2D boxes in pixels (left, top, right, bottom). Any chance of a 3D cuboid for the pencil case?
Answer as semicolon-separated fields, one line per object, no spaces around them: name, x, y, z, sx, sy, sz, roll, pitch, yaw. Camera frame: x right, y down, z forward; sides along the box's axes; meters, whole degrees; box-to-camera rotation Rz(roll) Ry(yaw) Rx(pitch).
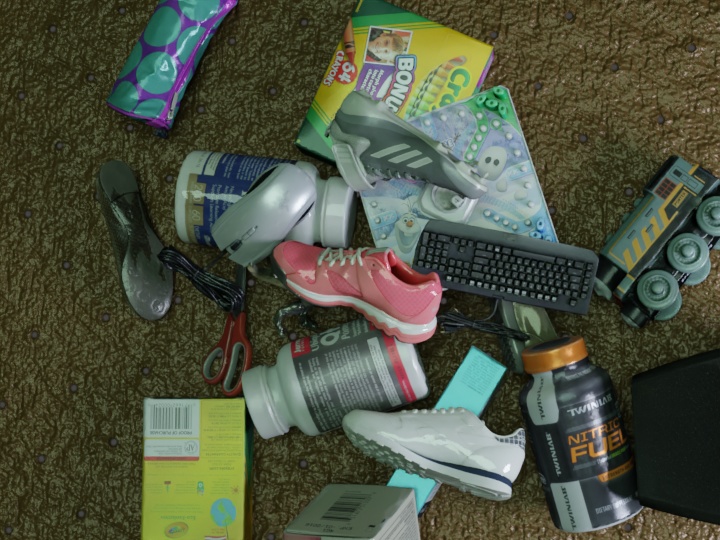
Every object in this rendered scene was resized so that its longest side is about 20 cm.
pencil case;-0.224;-0.267;1.574;0.092;0.085;0.201;26;87;26

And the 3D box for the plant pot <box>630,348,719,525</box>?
plant pot;0.388;0.177;1.393;0.176;0.200;0.201;-5;82;20

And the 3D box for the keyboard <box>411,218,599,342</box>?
keyboard;0.153;0.021;1.432;0.198;0.021;0.128;11;107;4

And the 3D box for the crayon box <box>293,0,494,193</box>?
crayon box;0.041;-0.202;1.543;0.172;0.058;0.201;24;87;10

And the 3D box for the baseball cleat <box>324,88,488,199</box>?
baseball cleat;0.046;-0.116;1.445;0.200;0.070;0.107;39;100;24

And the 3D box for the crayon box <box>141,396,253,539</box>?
crayon box;-0.191;0.250;1.521;0.126;0.051;0.202;0;82;8

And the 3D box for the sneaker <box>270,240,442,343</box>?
sneaker;0.000;0.000;1.419;0.199;0.074;0.087;23;125;5

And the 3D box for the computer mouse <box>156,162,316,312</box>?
computer mouse;-0.131;-0.041;1.454;0.110;0.044;0.200;42;115;-8

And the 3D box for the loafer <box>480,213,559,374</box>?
loafer;0.180;0.016;1.498;0.069;0.075;0.202;-13;84;-8

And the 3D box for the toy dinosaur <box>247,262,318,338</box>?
toy dinosaur;-0.063;0.030;1.502;0.047;0.199;0.089;43;119;43

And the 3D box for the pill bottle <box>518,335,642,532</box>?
pill bottle;0.236;0.175;1.428;0.105;0.106;0.201;-16;93;5

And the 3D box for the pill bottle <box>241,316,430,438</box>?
pill bottle;-0.029;0.123;1.486;0.199;0.111;0.111;-19;81;4

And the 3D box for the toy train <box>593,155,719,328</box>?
toy train;0.346;-0.033;1.476;0.114;0.085;0.200;39;91;22

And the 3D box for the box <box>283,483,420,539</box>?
box;0.001;0.348;1.404;0.108;0.128;0.202;-1;105;23

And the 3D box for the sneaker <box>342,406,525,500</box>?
sneaker;0.079;0.182;1.409;0.199;0.076;0.081;18;74;5

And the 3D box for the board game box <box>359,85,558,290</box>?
board game box;0.100;-0.086;1.469;0.199;0.026;0.201;-19;80;12

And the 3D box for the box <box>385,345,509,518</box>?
box;0.096;0.185;1.476;0.049;0.082;0.201;32;87;11

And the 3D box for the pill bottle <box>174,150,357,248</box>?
pill bottle;-0.109;-0.076;1.521;0.198;0.111;0.112;6;84;8

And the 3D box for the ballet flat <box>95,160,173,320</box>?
ballet flat;-0.277;-0.035;1.576;0.067;0.046;0.201;-17;86;-27

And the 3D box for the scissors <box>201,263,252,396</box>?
scissors;-0.141;0.049;1.546;0.073;0.014;0.201;9;80;41
